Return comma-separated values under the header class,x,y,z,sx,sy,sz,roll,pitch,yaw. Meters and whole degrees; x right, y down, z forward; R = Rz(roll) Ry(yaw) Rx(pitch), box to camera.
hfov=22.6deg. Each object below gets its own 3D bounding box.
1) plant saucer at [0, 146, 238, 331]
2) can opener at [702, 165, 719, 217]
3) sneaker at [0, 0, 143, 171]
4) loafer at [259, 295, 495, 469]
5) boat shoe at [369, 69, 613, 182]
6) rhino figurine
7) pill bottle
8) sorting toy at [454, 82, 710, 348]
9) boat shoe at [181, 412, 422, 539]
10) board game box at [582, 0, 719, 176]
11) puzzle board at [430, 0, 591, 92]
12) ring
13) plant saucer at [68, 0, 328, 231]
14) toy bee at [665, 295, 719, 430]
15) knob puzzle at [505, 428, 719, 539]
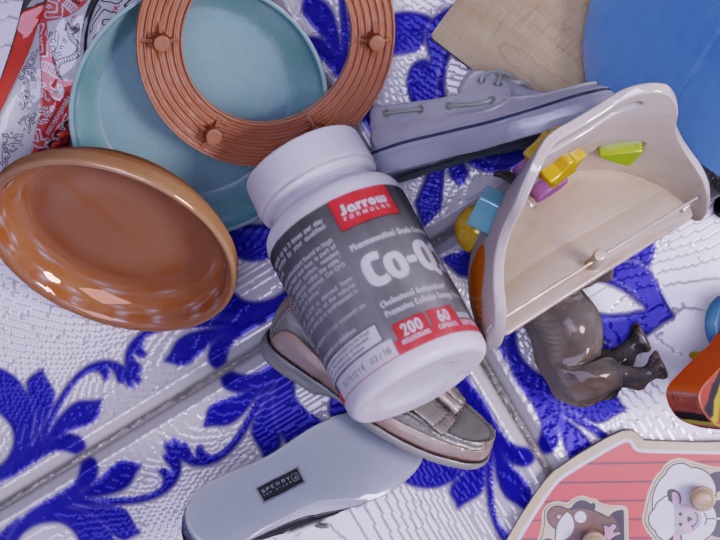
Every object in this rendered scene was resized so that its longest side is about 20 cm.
class,x,y,z,sx,sy,sz,roll,pitch,yaw
plant saucer,-0.186,-0.028,1.368,0.199,0.201,0.038,14,53,5
can opener,0.327,-0.101,1.319,0.066,0.200,0.053,27,52,-25
sneaker,-0.224,-0.130,1.403,0.107,0.067,0.202,16,93,7
loafer,0.018,0.082,1.385,0.199,0.072,0.063,28,119,6
boat shoe,0.093,-0.121,1.357,0.199,0.074,0.067,-14,84,19
rhino figurine,0.151,0.012,1.380,0.087,0.060,0.201,-28,89,3
pill bottle,0.000,0.000,1.331,0.114,0.114,0.201,-30,72,7
sorting toy,0.154,-0.062,1.276,0.200,0.180,0.107,-31,72,-15
boat shoe,-0.046,0.170,1.404,0.199,0.068,0.074,-26,79,-17
board game box,0.264,-0.168,1.323,0.200,0.039,0.158,38,109,23
puzzle board,0.176,-0.179,1.387,0.200,0.017,0.151,38,95,2
ring,-0.068,-0.172,1.347,0.199,0.019,0.201,-6,114,-14
plant saucer,-0.125,-0.126,1.379,0.199,0.036,0.201,-6,113,-13
toy bee,0.317,0.057,1.343,0.200,0.131,0.109,-42,113,-4
knob puzzle,0.208,0.224,1.402,0.218,0.030,0.221,0,94,6
